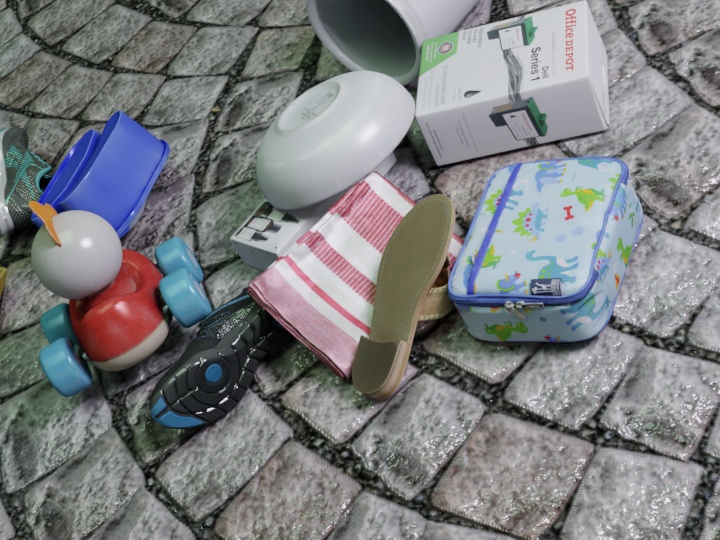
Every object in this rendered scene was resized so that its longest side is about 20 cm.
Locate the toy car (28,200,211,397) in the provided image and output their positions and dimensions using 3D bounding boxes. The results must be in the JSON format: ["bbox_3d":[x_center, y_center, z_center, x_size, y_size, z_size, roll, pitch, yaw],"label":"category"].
[{"bbox_3d":[-0.292,-0.005,1.417,0.184,0.200,0.177,-29,26,1],"label":"toy car"}]

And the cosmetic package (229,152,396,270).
[{"bbox_3d":[-0.053,-0.083,1.498,0.083,0.051,0.200,18,59,39],"label":"cosmetic package"}]

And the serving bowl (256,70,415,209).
[{"bbox_3d":[-0.039,-0.159,1.463,0.200,0.066,0.200,-27,30,17],"label":"serving bowl"}]

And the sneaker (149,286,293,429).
[{"bbox_3d":[-0.147,0.089,1.368,0.200,0.073,0.082,-41,33,-27],"label":"sneaker"}]

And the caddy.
[{"bbox_3d":[-0.311,-0.098,1.619,0.141,0.105,0.200,-22,36,43],"label":"caddy"}]

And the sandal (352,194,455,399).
[{"bbox_3d":[0.058,0.033,1.314,0.078,0.070,0.212,11,77,44],"label":"sandal"}]

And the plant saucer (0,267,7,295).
[{"bbox_3d":[-0.543,0.078,1.586,0.200,0.048,0.200,-4,35,26],"label":"plant saucer"}]

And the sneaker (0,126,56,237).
[{"bbox_3d":[-0.443,-0.122,1.751,0.091,0.078,0.200,-10,45,-2],"label":"sneaker"}]

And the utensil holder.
[{"bbox_3d":[0.058,-0.355,1.631,0.170,0.170,0.200,15,54,39],"label":"utensil holder"}]

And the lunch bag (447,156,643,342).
[{"bbox_3d":[0.179,-0.022,1.287,0.161,0.082,0.200,0,47,33],"label":"lunch bag"}]

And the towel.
[{"bbox_3d":[0.000,0.000,1.356,0.144,0.023,0.200,40,69,15],"label":"towel"}]

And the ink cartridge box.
[{"bbox_3d":[0.172,-0.212,1.480,0.200,0.084,0.146,-12,44,19],"label":"ink cartridge box"}]
